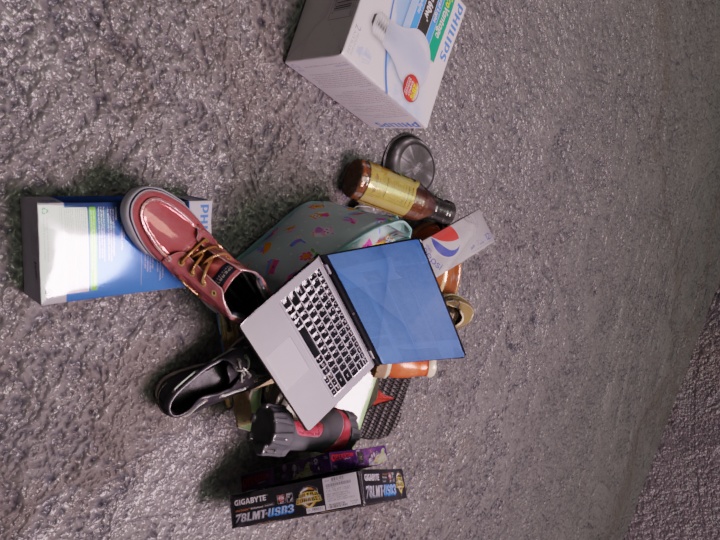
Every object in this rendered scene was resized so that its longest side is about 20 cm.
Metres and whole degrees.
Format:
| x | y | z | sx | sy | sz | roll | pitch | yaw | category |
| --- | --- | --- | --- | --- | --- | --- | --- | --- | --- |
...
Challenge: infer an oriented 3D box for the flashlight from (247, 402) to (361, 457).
| x | y | z | sx | sy | sz | roll | pitch | yaw | category |
| --- | --- | --- | --- | --- | --- | --- | --- | --- | --- |
| -0.074 | 0.217 | 0.850 | 0.068 | 0.068 | 0.199 | -51 | 144 | 7 | flashlight |

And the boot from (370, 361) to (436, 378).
| x | y | z | sx | sy | sz | roll | pitch | yaw | category |
| --- | --- | --- | --- | --- | --- | --- | --- | --- | --- |
| 0.064 | 0.099 | 0.977 | 0.104 | 0.202 | 0.076 | 5 | 123 | -9 | boot |

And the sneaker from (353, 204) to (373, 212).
| x | y | z | sx | sy | sz | roll | pitch | yaw | category |
| --- | --- | --- | --- | --- | --- | --- | --- | --- | --- |
| 0.000 | 0.000 | 0.965 | 0.077 | 0.076 | 0.206 | 4 | 96 | -44 | sneaker |

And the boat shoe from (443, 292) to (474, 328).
| x | y | z | sx | sy | sz | roll | pitch | yaw | category |
| --- | --- | --- | --- | --- | --- | --- | --- | --- | --- |
| 0.155 | 0.082 | 1.096 | 0.197 | 0.075 | 0.074 | 3 | 99 | -47 | boat shoe |

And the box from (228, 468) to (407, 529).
| x | y | z | sx | sy | sz | roll | pitch | yaw | category |
| --- | --- | --- | --- | --- | --- | --- | --- | --- | --- |
| -0.053 | 0.321 | 0.874 | 0.200 | 0.194 | 0.051 | 37 | 41 | -63 | box |

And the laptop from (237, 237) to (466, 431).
| x | y | z | sx | sy | sz | roll | pitch | yaw | category |
| --- | --- | --- | --- | --- | --- | --- | --- | --- | --- |
| -0.003 | 0.083 | 0.718 | 0.199 | 0.115 | 0.190 | -41 | 125 | -21 | laptop |

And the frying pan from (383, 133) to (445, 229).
| x | y | z | sx | sy | sz | roll | pitch | yaw | category |
| --- | --- | --- | --- | --- | --- | --- | --- | --- | --- |
| 0.097 | -0.136 | 1.042 | 0.113 | 0.031 | 0.194 | -24 | 103 | -33 | frying pan |

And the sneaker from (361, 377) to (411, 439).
| x | y | z | sx | sy | sz | roll | pitch | yaw | category |
| --- | --- | --- | --- | --- | --- | --- | --- | --- | --- |
| 0.038 | 0.199 | 1.060 | 0.069 | 0.094 | 0.203 | 10 | 121 | -11 | sneaker |

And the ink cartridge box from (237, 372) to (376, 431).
| x | y | z | sx | sy | sz | roll | pitch | yaw | category |
| --- | --- | --- | --- | --- | --- | --- | --- | --- | --- |
| -0.082 | 0.197 | 0.955 | 0.197 | 0.048 | 0.149 | 23 | 83 | -23 | ink cartridge box |

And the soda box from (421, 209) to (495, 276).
| x | y | z | sx | sy | sz | roll | pitch | yaw | category |
| --- | --- | --- | --- | --- | --- | --- | --- | --- | --- |
| 0.131 | -0.030 | 1.024 | 0.198 | 0.068 | 0.065 | -28 | 91 | -31 | soda box |

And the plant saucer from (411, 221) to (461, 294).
| x | y | z | sx | sy | sz | roll | pitch | yaw | category |
| --- | --- | --- | --- | --- | --- | --- | --- | --- | --- |
| 0.113 | 0.011 | 1.116 | 0.198 | 0.037 | 0.206 | -16 | 112 | -44 | plant saucer |

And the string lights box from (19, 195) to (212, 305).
| x | y | z | sx | sy | sz | roll | pitch | yaw | category |
| --- | --- | --- | --- | --- | --- | --- | --- | --- | --- |
| -0.265 | -0.029 | 0.689 | 0.197 | 0.058 | 0.106 | -7 | 105 | -45 | string lights box |

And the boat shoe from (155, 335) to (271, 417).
| x | y | z | sx | sy | sz | roll | pitch | yaw | category |
| --- | --- | --- | --- | --- | --- | --- | --- | --- | --- |
| -0.165 | 0.137 | 0.795 | 0.196 | 0.062 | 0.074 | -22 | 106 | -20 | boat shoe |

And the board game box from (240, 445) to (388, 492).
| x | y | z | sx | sy | sz | roll | pitch | yaw | category |
| --- | --- | --- | --- | --- | --- | --- | --- | --- | --- |
| -0.069 | 0.289 | 0.890 | 0.119 | 0.198 | 0.033 | 16 | 57 | -44 | board game box |

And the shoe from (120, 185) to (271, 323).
| x | y | z | sx | sy | sz | roll | pitch | yaw | category |
| --- | --- | --- | --- | --- | --- | --- | --- | --- | --- |
| -0.173 | -0.013 | 0.681 | 0.072 | 0.090 | 0.201 | -54 | 134 | -21 | shoe |

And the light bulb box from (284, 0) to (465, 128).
| x | y | z | sx | sy | sz | roll | pitch | yaw | category |
| --- | --- | --- | --- | --- | --- | --- | --- | --- | --- |
| 0.027 | -0.337 | 0.870 | 0.198 | 0.123 | 0.203 | 24 | 83 | -46 | light bulb box |

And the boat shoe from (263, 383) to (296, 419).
| x | y | z | sx | sy | sz | roll | pitch | yaw | category |
| --- | --- | --- | --- | --- | --- | --- | --- | --- | --- |
| -0.070 | 0.114 | 0.893 | 0.204 | 0.060 | 0.072 | -59 | 147 | -11 | boat shoe |

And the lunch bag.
| x | y | z | sx | sy | sz | roll | pitch | yaw | category |
| --- | --- | --- | --- | --- | --- | --- | --- | --- | --- |
| -0.044 | -0.017 | 0.844 | 0.199 | 0.168 | 0.124 | -41 | 126 | -28 | lunch bag |

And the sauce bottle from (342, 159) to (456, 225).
| x | y | z | sx | sy | sz | roll | pitch | yaw | category |
| --- | --- | --- | --- | --- | --- | --- | --- | --- | --- |
| 0.066 | -0.118 | 0.979 | 0.197 | 0.066 | 0.068 | 17 | 89 | -32 | sauce bottle |

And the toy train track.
| x | y | z | sx | sy | sz | roll | pitch | yaw | category |
| --- | --- | --- | --- | --- | --- | --- | --- | --- | --- |
| -0.176 | 0.112 | 0.840 | 0.112 | 0.032 | 0.205 | -12 | 104 | -23 | toy train track |
